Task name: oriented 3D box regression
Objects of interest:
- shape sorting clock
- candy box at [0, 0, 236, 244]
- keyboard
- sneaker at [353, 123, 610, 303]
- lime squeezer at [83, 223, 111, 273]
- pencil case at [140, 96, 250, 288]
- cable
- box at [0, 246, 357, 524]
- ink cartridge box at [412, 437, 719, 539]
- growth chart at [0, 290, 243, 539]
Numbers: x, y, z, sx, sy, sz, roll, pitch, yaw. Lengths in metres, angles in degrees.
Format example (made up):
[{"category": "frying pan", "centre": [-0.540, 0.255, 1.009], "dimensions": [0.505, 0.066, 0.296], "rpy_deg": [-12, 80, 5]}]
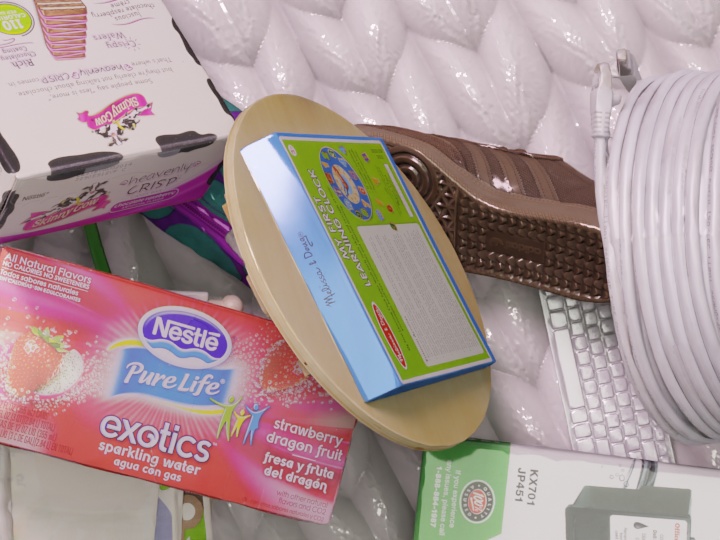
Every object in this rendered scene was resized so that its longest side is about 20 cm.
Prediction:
[{"category": "shape sorting clock", "centre": [0.000, 0.000, 0.890], "dimensions": [0.039, 0.200, 0.200], "rpy_deg": [-31, 86, 23]}, {"category": "candy box", "centre": [-0.168, -0.118, 0.888], "dimensions": [0.136, 0.061, 0.200], "rpy_deg": [-15, 64, -39]}, {"category": "keyboard", "centre": [0.147, 0.087, 1.014], "dimensions": [0.056, 0.011, 0.201], "rpy_deg": [-11, 86, -2]}, {"category": "sneaker", "centre": [0.076, -0.038, 1.000], "dimensions": [0.200, 0.076, 0.071], "rpy_deg": [23, 123, 18]}, {"category": "lime squeezer", "centre": [-0.102, 0.047, 0.986], "dimensions": [0.200, 0.038, 0.071], "rpy_deg": [42, 109, -9]}, {"category": "pencil case", "centre": [-0.099, -0.059, 0.979], "dimensions": [0.200, 0.092, 0.085], "rpy_deg": [34, 119, 3]}, {"category": "cable", "centre": [0.190, -0.009, 0.932], "dimensions": [0.069, 0.200, 0.201], "rpy_deg": [-8, 76, 30]}, {"category": "box", "centre": [-0.107, 0.059, 0.903], "dimensions": [0.199, 0.100, 0.096], "rpy_deg": [17, 85, -16]}, {"category": "ink cartridge box", "centre": [0.127, 0.172, 0.961], "dimensions": [0.199, 0.083, 0.147], "rpy_deg": [6, 84, 5]}, {"category": "growth chart", "centre": [-0.137, 0.103, 0.954], "dimensions": [0.144, 0.018, 0.201], "rpy_deg": [11, 87, -16]}]
